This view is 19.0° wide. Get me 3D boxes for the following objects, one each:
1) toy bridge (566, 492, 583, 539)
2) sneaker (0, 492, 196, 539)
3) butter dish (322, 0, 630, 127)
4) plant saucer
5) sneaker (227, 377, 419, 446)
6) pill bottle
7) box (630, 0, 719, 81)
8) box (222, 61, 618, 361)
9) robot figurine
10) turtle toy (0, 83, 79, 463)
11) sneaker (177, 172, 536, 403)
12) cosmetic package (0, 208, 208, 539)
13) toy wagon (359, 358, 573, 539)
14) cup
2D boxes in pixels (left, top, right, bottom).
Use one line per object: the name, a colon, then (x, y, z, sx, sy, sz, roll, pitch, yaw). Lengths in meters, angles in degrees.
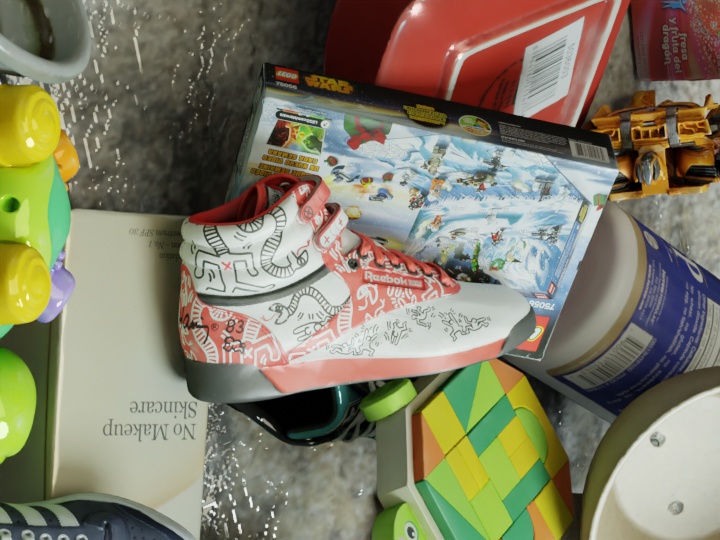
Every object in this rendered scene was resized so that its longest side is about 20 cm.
toy bridge: (0.131, 0.172, 1.336, 0.199, 0.027, 0.068, 10, 70, -49)
sneaker: (-0.173, 0.139, 1.029, 0.199, 0.108, 0.071, 12, 90, -4)
butter dish: (0.048, -0.147, 1.258, 0.199, 0.148, 0.201, -24, 149, -30)
plant saucer: (-0.210, -0.164, 1.031, 0.050, 0.201, 0.200, -34, 125, 14)
sneaker: (-0.015, 0.072, 1.235, 0.199, 0.080, 0.072, 17, 112, -37)
pill bottle: (0.183, 0.043, 1.398, 0.200, 0.119, 0.120, 32, 72, -39)
box: (0.244, -0.233, 1.452, 0.102, 0.094, 0.201, -14, 102, -41)
box: (0.026, -0.030, 1.186, 0.199, 0.040, 0.137, 11, 125, -12)
robot figurine: (0.196, -0.083, 1.361, 0.200, 0.144, 0.059, -28, 111, -71)
turtle toy: (-0.197, -0.002, 1.047, 0.101, 0.145, 0.201, 17, 73, -64)
sneaker: (0.000, 0.000, 1.137, 0.200, 0.067, 0.109, -9, 104, -19)
cosmetic package: (-0.139, 0.069, 1.142, 0.103, 0.073, 0.201, 2, 91, -41)
toy wagon: (0.056, 0.128, 1.199, 0.156, 0.039, 0.200, 61, 33, -7)
cup: (0.215, 0.138, 1.293, 0.199, 0.143, 0.202, -2, 106, -9)
